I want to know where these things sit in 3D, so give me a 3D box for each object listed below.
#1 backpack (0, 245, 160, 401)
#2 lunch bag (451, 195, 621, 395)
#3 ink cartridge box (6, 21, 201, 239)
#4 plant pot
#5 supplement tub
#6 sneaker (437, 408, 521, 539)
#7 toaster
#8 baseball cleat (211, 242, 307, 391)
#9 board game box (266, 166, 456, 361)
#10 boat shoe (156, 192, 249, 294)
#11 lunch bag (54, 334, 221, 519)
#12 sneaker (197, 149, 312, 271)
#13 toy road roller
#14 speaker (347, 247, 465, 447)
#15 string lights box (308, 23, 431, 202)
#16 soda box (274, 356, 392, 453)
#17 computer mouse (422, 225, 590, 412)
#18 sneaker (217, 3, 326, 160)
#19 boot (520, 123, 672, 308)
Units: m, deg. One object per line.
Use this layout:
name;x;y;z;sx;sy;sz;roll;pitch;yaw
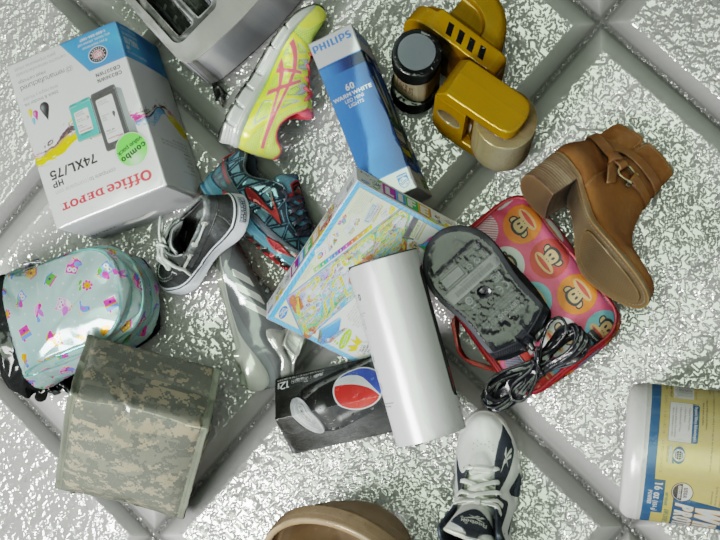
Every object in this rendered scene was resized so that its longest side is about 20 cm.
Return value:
backpack;-0.335;0.052;1.584;0.198;0.127;0.169;-19;83;11
lunch bag;0.176;0.035;1.516;0.176;0.082;0.201;-39;79;10
ink cartridge box;-0.294;-0.158;1.581;0.145;0.146;0.202;-20;83;9
plant pot;-0.005;0.323;1.501;0.199;0.093;0.203;15;129;19
supplement tub;0.379;0.201;1.429;0.197;0.145;0.147;5;87;11
sneaker;0.131;0.256;1.481;0.078;0.130;0.202;8;88;10
toaster;-0.177;-0.335;1.585;0.181;0.119;0.200;-43;80;6
baseball cleat;-0.116;0.038;1.585;0.105;0.070;0.203;-12;86;-6
board game box;0.000;0.000;1.507;0.133;0.034;0.201;28;115;-17
boat shoe;-0.200;-0.030;1.543;0.067;0.199;0.075;5;68;-32
lunch bag;-0.258;0.191;1.541;0.162;0.118;0.201;15;129;-7
sneaker;-0.095;-0.067;1.572;0.199;0.079;0.096;40;92;11
toy road roller;0.132;-0.225;1.519;0.199;0.123;0.146;38;80;9
speaker;0.049;0.084;1.439;0.080;0.081;0.203;-16;87;9
string lights box;0.011;-0.170;1.546;0.058;0.103;0.202;-23;83;10
soda box;0.005;0.145;1.532;0.197;0.071;0.064;-14;43;9
computer mouse;0.143;0.040;1.460;0.138;0.053;0.201;-36;89;12
sneaker;-0.085;-0.218;1.584;0.090;0.078;0.202;30;85;-5
boot;0.287;-0.065;1.474;0.154;0.077;0.200;-29;63;-28
